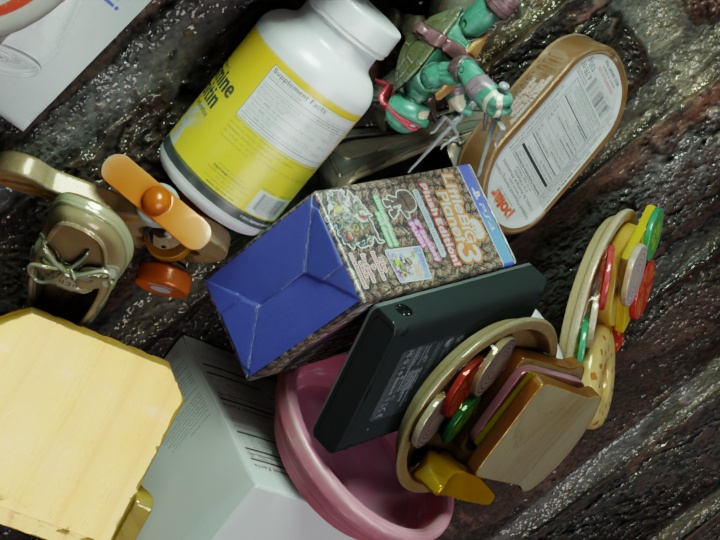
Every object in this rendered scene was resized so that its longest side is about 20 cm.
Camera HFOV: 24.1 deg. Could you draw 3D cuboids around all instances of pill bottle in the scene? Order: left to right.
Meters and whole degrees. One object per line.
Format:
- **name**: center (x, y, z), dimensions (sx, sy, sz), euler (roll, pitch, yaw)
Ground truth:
- **pill bottle**: center (-0.061, -0.134, 1.337), dimensions (0.112, 0.112, 0.200), euler (28, 108, -41)

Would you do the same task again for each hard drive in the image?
- **hard drive**: center (0.061, 0.071, 1.390), dimensions (0.199, 0.033, 0.140), euler (-13, 138, -46)

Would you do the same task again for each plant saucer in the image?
- **plant saucer**: center (-0.004, 0.157, 1.461), dimensions (0.051, 0.202, 0.200), euler (-39, 137, 27)

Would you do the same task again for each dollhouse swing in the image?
- **dollhouse swing**: center (-0.267, 0.124, 1.414), dimensions (0.199, 0.182, 0.177), euler (23, 88, -20)

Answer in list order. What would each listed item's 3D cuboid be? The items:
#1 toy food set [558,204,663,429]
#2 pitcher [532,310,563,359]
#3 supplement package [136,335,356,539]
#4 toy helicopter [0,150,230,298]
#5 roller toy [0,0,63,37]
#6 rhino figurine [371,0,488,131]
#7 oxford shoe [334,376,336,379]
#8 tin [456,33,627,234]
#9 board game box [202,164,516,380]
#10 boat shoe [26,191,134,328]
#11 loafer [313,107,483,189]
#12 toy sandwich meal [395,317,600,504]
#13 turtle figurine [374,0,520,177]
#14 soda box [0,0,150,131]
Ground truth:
- **toy food set**: center (0.239, 0.037, 1.619), dimensions (0.200, 0.048, 0.199), euler (-56, 153, -39)
- **pitcher**: center (0.089, 0.069, 1.554), dimensions (0.170, 0.121, 0.201), euler (-24, 96, 10)
- **supplement package**: center (-0.116, 0.195, 1.510), dimensions (0.150, 0.200, 0.152), euler (24, 112, -40)
- **toy helicopter**: center (-0.194, -0.049, 1.334), dimensions (0.199, 0.132, 0.080), euler (21, 74, -21)
- **roller toy**: center (-0.267, -0.250, 1.107), dimensions (0.199, 0.140, 0.183), euler (-32, 134, -1)
- **rhino figurine**: center (0.066, -0.196, 1.396), dimensions (0.087, 0.060, 0.201), euler (11, 121, -35)
- **oxford shoe**: center (-0.042, 0.072, 1.541), dimensions (0.071, 0.074, 0.200), euler (-43, 134, 9)
- **tin**: center (0.162, -0.120, 1.486), dimensions (0.200, 0.042, 0.112), euler (-49, 132, -13)
- **board game box**: center (0.000, 0.000, 1.406), dimensions (0.199, 0.098, 0.159), euler (-13, 164, -47)
- **boat shoe**: center (-0.227, 0.008, 1.333), dimensions (0.073, 0.063, 0.200), euler (24, 149, 1)
- **loafer**: center (0.055, -0.093, 1.470), dimensions (0.198, 0.063, 0.072), euler (-10, 129, -22)
- **toy sandwich meal**: center (0.115, 0.128, 1.418), dimensions (0.204, 0.070, 0.206), euler (-33, 147, -25)
- **turtle figurine**: center (0.082, -0.161, 1.312), dimensions (0.100, 0.150, 0.201), euler (33, 100, -16)
- **soda box**: center (-0.210, -0.202, 1.232), dimensions (0.200, 0.064, 0.068), euler (-43, 134, 8)
